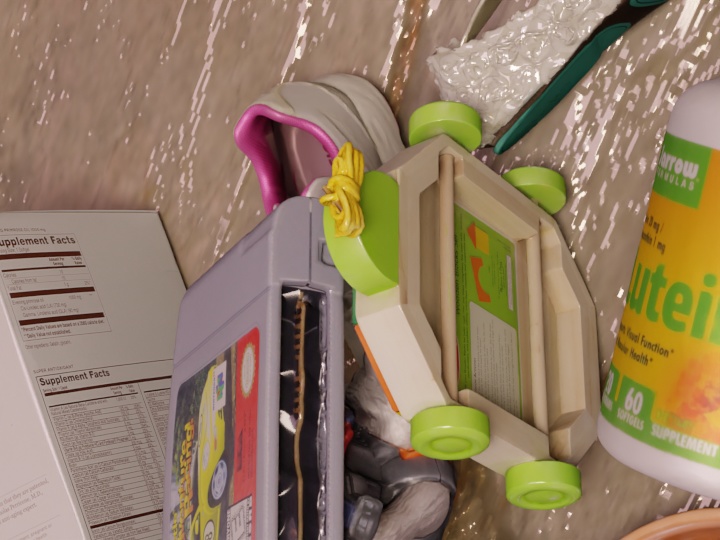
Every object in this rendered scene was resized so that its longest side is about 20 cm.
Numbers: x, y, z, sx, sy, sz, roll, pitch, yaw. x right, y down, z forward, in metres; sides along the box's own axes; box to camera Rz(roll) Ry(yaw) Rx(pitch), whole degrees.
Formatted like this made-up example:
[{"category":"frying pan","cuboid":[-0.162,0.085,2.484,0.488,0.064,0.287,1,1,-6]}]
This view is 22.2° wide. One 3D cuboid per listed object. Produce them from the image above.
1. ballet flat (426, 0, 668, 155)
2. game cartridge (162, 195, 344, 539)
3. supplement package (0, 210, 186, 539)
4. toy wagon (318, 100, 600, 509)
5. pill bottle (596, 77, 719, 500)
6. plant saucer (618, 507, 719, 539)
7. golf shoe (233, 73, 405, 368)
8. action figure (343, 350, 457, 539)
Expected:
[{"category":"ballet flat","cuboid":[0.104,-0.130,0.801,0.200,0.072,0.072,-40,71,25]},{"category":"game cartridge","cuboid":[-0.047,0.084,0.762,0.133,0.041,0.201,137,137,-62]},{"category":"supplement package","cuboid":[-0.180,0.098,0.949,0.191,0.147,0.201,-27,78,30]},{"category":"toy wagon","cuboid":[0.040,0.007,0.771,0.039,0.200,0.156,-20,55,33]},{"category":"pill bottle","cuboid":[0.170,-0.013,0.744,0.111,0.111,0.201,18,101,30]},{"category":"plant saucer","cuboid":[0.172,0.201,0.796,0.199,0.037,0.202,1,92,33]},{"category":"golf shoe","cuboid":[0.000,0.000,0.865,0.075,0.091,0.201,-34,76,28]},{"category":"action figure","cuboid":[-0.010,0.125,0.838,0.200,0.104,0.195,-140,63,-65]}]
